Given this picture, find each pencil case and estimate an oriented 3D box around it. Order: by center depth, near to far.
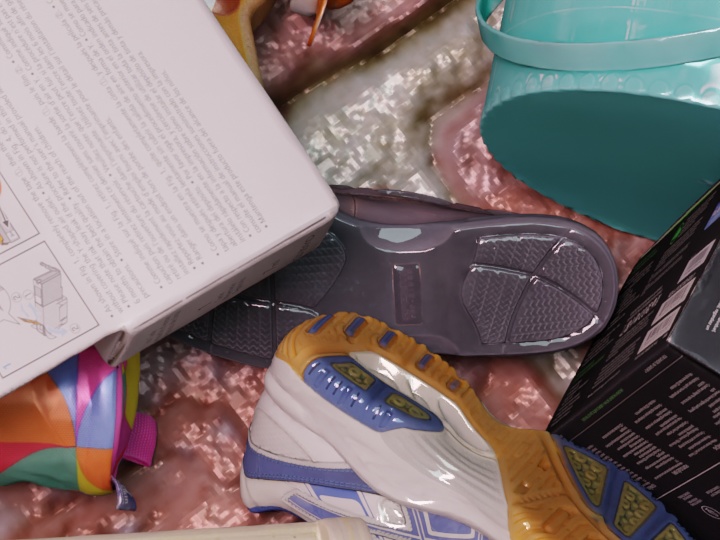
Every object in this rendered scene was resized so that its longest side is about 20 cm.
[{"bbox_3d":[-0.175,0.043,0.823,0.198,0.088,0.089,4,72,-3],"label":"pencil case"}]

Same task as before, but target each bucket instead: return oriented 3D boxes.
[{"bbox_3d":[0.144,-0.094,0.841,0.206,0.207,0.136,16,76,0],"label":"bucket"}]

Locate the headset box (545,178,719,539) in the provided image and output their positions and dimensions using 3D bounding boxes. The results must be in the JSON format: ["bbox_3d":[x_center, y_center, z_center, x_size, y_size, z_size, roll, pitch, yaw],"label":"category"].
[{"bbox_3d":[0.188,0.060,0.797,0.199,0.174,0.093,31,72,0],"label":"headset box"}]

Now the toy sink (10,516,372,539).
[{"bbox_3d":[-0.046,0.157,0.704,0.199,0.112,0.131,0,64,-23],"label":"toy sink"}]

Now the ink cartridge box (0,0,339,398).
[{"bbox_3d":[-0.133,-0.056,0.767,0.176,0.045,0.201,-30,79,-23],"label":"ink cartridge box"}]

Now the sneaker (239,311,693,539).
[{"bbox_3d":[0.043,0.101,0.822,0.200,0.088,0.075,36,30,19],"label":"sneaker"}]

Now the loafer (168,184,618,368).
[{"bbox_3d":[0.000,0.000,0.875,0.198,0.063,0.072,4,102,1],"label":"loafer"}]

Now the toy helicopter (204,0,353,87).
[{"bbox_3d":[-0.051,-0.096,0.868,0.131,0.079,0.201,-3,56,-20],"label":"toy helicopter"}]
